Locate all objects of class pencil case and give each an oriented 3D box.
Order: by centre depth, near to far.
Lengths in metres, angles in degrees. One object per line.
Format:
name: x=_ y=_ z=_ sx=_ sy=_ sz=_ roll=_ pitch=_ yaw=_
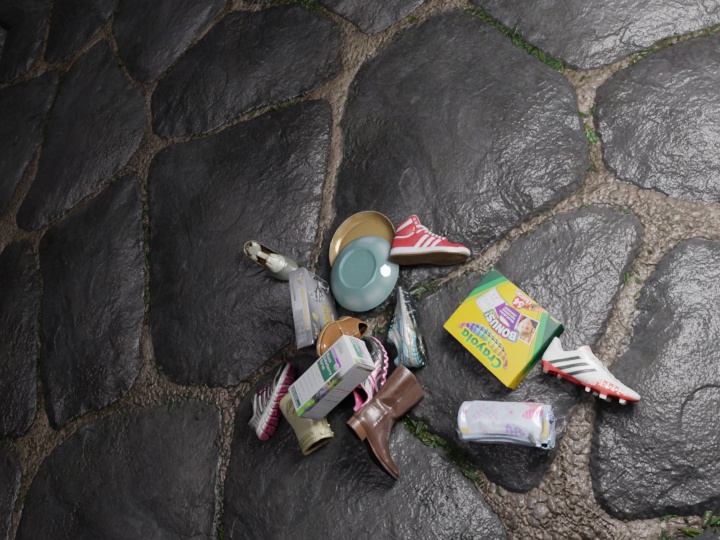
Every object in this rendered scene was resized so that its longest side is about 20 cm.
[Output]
pencil case: x=0.298 y=0.316 z=1.191 sx=0.196 sy=0.084 sz=0.092 roll=-3 pitch=48 yaw=29

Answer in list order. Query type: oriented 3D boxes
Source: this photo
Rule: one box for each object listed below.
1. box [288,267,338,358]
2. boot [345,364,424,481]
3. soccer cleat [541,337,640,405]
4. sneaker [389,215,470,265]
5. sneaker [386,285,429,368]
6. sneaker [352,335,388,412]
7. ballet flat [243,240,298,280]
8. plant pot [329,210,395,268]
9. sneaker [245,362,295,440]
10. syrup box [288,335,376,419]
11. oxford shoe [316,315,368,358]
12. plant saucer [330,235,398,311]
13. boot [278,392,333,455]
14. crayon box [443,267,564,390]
box: x=-0.109 y=0.112 z=1.452 sx=0.048 sy=0.158 sz=0.204 roll=-20 pitch=62 yaw=19
boot: x=0.088 y=0.338 z=1.310 sx=0.199 sy=0.188 sz=0.064 roll=-41 pitch=15 yaw=-23
soccer cleat: x=0.458 y=0.199 z=1.160 sx=0.198 sy=0.068 sz=0.087 roll=21 pitch=86 yaw=38
sneaker: x=0.171 y=-0.075 z=1.422 sx=0.196 sy=0.072 sz=0.115 roll=1 pitch=60 yaw=17
sneaker: x=0.095 y=0.134 z=1.380 sx=0.085 sy=0.077 sz=0.204 roll=-21 pitch=62 yaw=24
sneaker: x=0.012 y=0.247 z=1.363 sx=0.079 sy=0.094 sz=0.204 roll=-31 pitch=55 yaw=43
ballet flat: x=-0.259 y=-0.029 z=1.645 sx=0.198 sy=0.064 sz=0.068 roll=27 pitch=85 yaw=33
plant pot: x=0.009 y=-0.058 z=1.531 sx=0.196 sy=0.027 sz=0.204 roll=-10 pitch=67 yaw=26
sneaker: x=-0.235 y=0.322 z=1.490 sx=0.086 sy=0.074 sz=0.203 roll=22 pitch=87 yaw=27
syrup box: x=-0.065 y=0.243 z=1.314 sx=0.200 sy=0.081 sz=0.079 roll=-46 pitch=50 yaw=20
oxford shoe: x=-0.041 y=0.155 z=1.385 sx=0.070 sy=0.199 sz=0.073 roll=4 pitch=108 yaw=25
plant saucer: x=0.000 y=0.000 z=1.474 sx=0.197 sy=0.039 sz=0.205 roll=-11 pitch=67 yaw=26
boot: x=-0.097 y=0.330 z=1.411 sx=0.199 sy=0.073 sz=0.156 roll=-41 pitch=57 yaw=11
crayon box: x=0.310 y=0.125 z=1.274 sx=0.173 sy=0.058 sz=0.200 roll=-49 pitch=56 yaw=4
